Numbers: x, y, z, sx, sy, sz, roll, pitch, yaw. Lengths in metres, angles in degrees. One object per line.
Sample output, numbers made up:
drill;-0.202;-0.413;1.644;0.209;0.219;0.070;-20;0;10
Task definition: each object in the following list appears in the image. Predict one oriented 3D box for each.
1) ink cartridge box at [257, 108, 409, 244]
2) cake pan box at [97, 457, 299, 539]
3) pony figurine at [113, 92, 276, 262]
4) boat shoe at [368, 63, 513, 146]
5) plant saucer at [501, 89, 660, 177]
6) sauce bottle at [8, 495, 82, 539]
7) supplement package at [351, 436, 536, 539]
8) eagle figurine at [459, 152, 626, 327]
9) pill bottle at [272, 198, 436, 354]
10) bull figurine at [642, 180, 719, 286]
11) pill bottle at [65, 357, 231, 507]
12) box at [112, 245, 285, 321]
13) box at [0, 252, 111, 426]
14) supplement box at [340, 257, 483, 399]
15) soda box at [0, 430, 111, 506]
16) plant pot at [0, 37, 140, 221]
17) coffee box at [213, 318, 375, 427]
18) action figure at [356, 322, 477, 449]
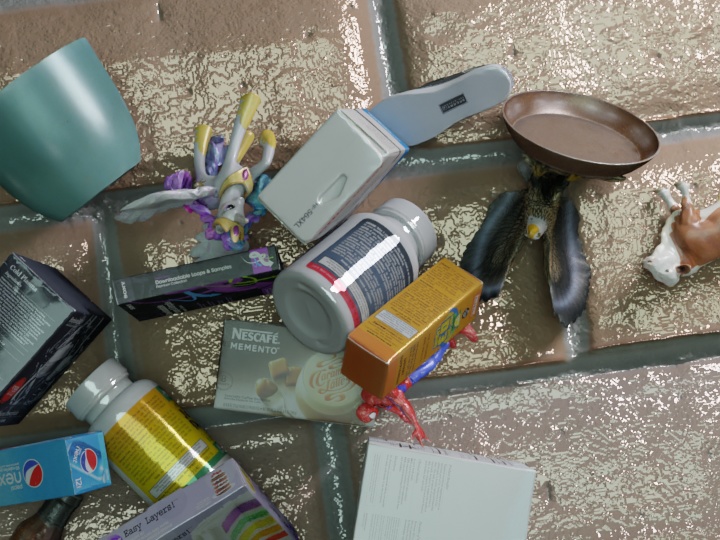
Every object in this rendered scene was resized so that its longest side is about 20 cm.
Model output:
ink cartridge box;-0.028;-0.117;1.562;0.084;0.200;0.146;44;100;3
cake pan box;-0.191;0.331;1.558;0.200;0.184;0.052;-30;46;-2
pony figurine;-0.182;-0.095;1.594;0.166;0.193;0.201;30;54;-32
boat shoe;0.102;-0.210;1.651;0.199;0.057;0.069;-18;102;16
plant saucer;0.268;-0.166;1.603;0.199;0.200;0.035;11;121;1
sauce bottle;-0.414;0.357;1.608;0.066;0.066;0.200;34;88;2
supplement package;0.095;0.294;1.571;0.199;0.151;0.152;9;86;1
eagle figurine;0.221;-0.049;1.625;0.152;0.151;0.201;34;123;40
pill bottle;0.000;0.000;1.575;0.120;0.120;0.200;48;55;3
bull figurine;0.439;-0.060;1.639;0.199;0.065;0.122;-18;89;-2
pill bottle;-0.262;0.206;1.596;0.200;0.113;0.113;44;87;3
box;-0.191;0.018;1.593;0.199;0.143;0.036;-11;79;0
box;-0.414;0.087;1.559;0.104;0.200;0.182;41;87;4
supplement box;0.064;0.066;1.550;0.069;0.067;0.200;30;46;22
soda box;-0.397;0.244;1.569;0.199;0.064;0.068;-14;86;33
plant pot;-0.365;-0.159;1.587;0.200;0.201;0.161;-38;100;-3
coffee box;-0.075;0.127;1.617;0.199;0.080;0.115;8;86;0
action figure;0.074;0.147;1.578;0.200;0.065;0.099;-32;95;-38
